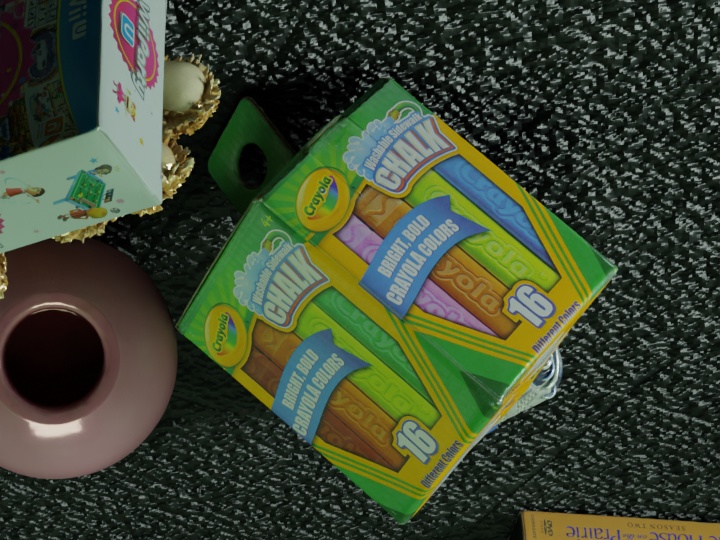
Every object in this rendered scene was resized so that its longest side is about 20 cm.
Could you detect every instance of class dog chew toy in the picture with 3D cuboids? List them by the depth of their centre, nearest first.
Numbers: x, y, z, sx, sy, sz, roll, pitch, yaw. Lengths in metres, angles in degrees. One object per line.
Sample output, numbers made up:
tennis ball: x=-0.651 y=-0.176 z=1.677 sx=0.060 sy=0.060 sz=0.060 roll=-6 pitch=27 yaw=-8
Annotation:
dog chew toy: x=-0.158 y=0.044 z=1.418 sx=0.124 sy=0.125 sz=0.200 roll=1 pitch=179 yaw=-5

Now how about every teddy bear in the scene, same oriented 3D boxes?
teddy bear: x=-0.151 y=-0.045 z=1.304 sx=0.200 sy=0.145 sz=0.067 roll=-25 pitch=131 yaw=20

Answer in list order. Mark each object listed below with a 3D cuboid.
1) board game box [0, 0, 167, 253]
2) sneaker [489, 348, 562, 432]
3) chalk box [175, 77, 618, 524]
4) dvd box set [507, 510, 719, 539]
board game box: x=-0.190 y=-0.075 z=1.250 sx=0.200 sy=0.148 sz=0.064 roll=-17 pitch=140 yaw=18
sneaker: x=0.077 y=0.037 z=1.506 sx=0.085 sy=0.077 sz=0.200 roll=1 pitch=153 yaw=-23
chalk box: x=0.000 y=0.000 z=1.355 sx=0.200 sy=0.124 sz=0.125 roll=39 pitch=139 yaw=6
dvd box set: x=0.186 y=0.210 z=1.780 sx=0.200 sy=0.029 sz=0.146 roll=4 pitch=144 yaw=-9
